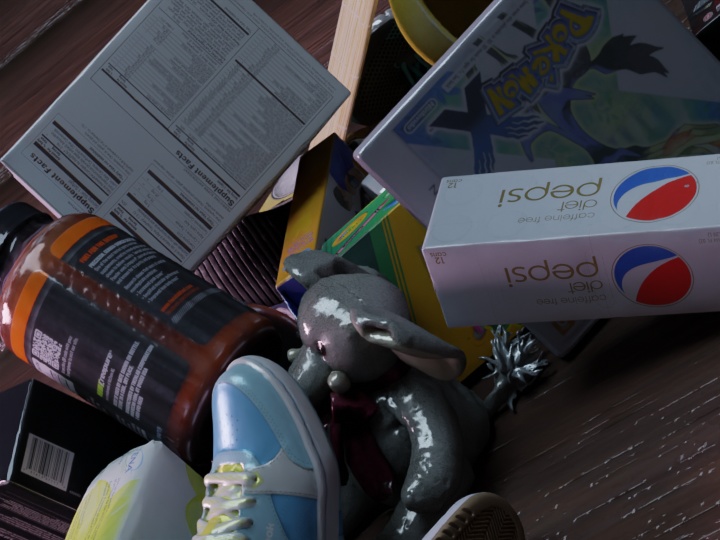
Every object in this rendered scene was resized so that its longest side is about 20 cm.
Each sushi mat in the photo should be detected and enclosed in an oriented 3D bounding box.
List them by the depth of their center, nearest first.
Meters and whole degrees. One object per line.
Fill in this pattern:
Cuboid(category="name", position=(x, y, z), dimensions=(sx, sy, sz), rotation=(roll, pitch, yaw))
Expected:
Cuboid(category="sushi mat", position=(-0.012, -0.167, 1.714), dimensions=(0.096, 0.012, 0.201), rotation=(-125, 47, -71))

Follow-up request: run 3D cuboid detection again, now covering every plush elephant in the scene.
Cuboid(category="plush elephant", position=(0.002, 0.073, 1.297), dimensions=(0.200, 0.155, 0.165), rotation=(-48, 21, -5))

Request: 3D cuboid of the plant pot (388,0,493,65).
Cuboid(category="plant pot", position=(0.098, -0.224, 1.637), dimensions=(0.200, 0.200, 0.142), rotation=(-55, 7, -22))

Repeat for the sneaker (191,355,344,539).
Cuboid(category="sneaker", position=(-0.076, 0.154, 1.203), dimensions=(0.130, 0.201, 0.079), rotation=(-11, -2, -41))

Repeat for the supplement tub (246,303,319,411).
Cuboid(category="supplement tub", position=(-0.097, 0.074, 1.513), dimensions=(0.107, 0.107, 0.200), rotation=(-49, 11, -9))

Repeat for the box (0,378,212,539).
Cuboid(category="box", position=(-0.180, 0.157, 1.414), dimensions=(0.141, 0.199, 0.079), rotation=(-25, 46, 43))

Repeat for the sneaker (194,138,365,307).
Cuboid(category="sneaker", position=(-0.033, -0.028, 1.633), dimensions=(0.199, 0.074, 0.089), rotation=(-33, -11, 5))

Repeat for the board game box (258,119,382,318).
Cuboid(category="board game box", position=(-0.049, -0.027, 1.743), dimensions=(0.135, 0.035, 0.200), rotation=(-19, 33, 50))

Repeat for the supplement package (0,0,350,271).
Cuboid(category="supplement package", position=(-0.132, -0.096, 1.529), dimensions=(0.200, 0.151, 0.152), rotation=(-48, 3, -5))

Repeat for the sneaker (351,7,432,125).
Cuboid(category="sneaker", position=(0.070, -0.189, 1.752), dimensions=(0.200, 0.078, 0.091), rotation=(-42, 31, -3))

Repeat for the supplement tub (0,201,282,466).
Cuboid(category="supplement tub", position=(-0.155, 0.032, 1.359), dimensions=(0.107, 0.199, 0.107), rotation=(-50, -20, -26))

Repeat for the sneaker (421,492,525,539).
Cuboid(category="sneaker", position=(0.009, 0.208, 1.164), dimensions=(0.108, 0.070, 0.201), rotation=(-11, 43, 53))

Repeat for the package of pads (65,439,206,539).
Cuboid(category="package of pads", position=(-0.119, 0.217, 1.269), dimensions=(0.068, 0.154, 0.200), rotation=(-30, 26, 34))

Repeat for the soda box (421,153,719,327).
Cuboid(category="soda box", position=(0.141, -0.017, 1.218), dimensions=(0.199, 0.064, 0.068), rotation=(-4, 39, 20))

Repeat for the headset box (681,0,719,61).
Cuboid(category="headset box", position=(0.282, -0.213, 1.400), dimensions=(0.148, 0.075, 0.200), rotation=(-39, 22, 20))

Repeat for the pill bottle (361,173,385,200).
Cuboid(category="pill bottle", position=(0.101, -0.101, 1.484), dimensions=(0.200, 0.116, 0.116), rotation=(-47, 21, -2))

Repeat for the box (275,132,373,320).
Cuboid(category="box", position=(0.000, 0.000, 1.486), dimensions=(0.041, 0.119, 0.200), rotation=(-36, 24, 22))

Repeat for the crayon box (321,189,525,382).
Cuboid(category="crayon box", position=(0.085, -0.029, 1.373), dimensions=(0.200, 0.119, 0.058), rotation=(-42, 15, 12))

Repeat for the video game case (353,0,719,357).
Cuboid(category="video game case", position=(0.126, -0.080, 1.306), dimensions=(0.200, 0.182, 0.022), rotation=(-47, 10, -3))
